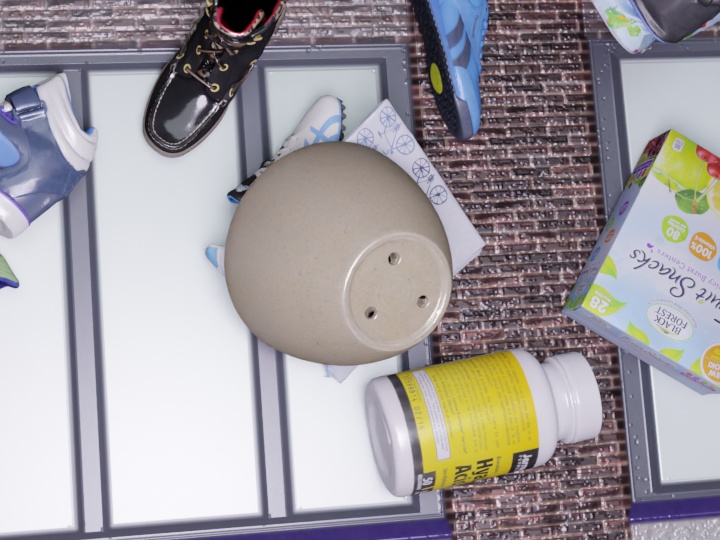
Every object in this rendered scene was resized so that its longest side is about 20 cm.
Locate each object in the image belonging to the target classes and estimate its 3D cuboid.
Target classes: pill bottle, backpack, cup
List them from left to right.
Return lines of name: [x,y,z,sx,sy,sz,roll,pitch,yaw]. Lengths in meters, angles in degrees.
cup: [0.000,0.000,1.282,0.200,0.143,0.201,-7,107,-24]
pill bottle: [0.112,0.132,1.360,0.199,0.111,0.112,-12,84,-11]
backpack: [0.290,-0.313,1.429,0.183,0.147,0.200,58,36,0]

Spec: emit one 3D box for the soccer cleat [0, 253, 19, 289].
soccer cleat: [-0.380,0.059,1.303,0.084,0.065,0.200,40,77,-5]

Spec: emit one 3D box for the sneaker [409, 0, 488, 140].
sneaker: [0.099,-0.227,1.433,0.078,0.066,0.201,-11,84,-16]

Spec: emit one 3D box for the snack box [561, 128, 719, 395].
snack box: [0.315,-0.006,1.440,0.168,0.068,0.200,29,80,-6]

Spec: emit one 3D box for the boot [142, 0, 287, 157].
boot: [-0.125,-0.201,1.343,0.073,0.151,0.200,38,77,-3]

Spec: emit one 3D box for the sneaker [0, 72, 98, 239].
sneaker: [-0.333,-0.138,1.339,0.200,0.081,0.147,40,69,1]

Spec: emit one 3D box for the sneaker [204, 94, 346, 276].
sneaker: [-0.075,-0.080,1.375,0.072,0.072,0.200,31,77,-16]

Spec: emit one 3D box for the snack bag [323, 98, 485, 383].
snack bag: [0.001,-0.025,1.369,0.200,0.021,0.189,-42,117,-13]
